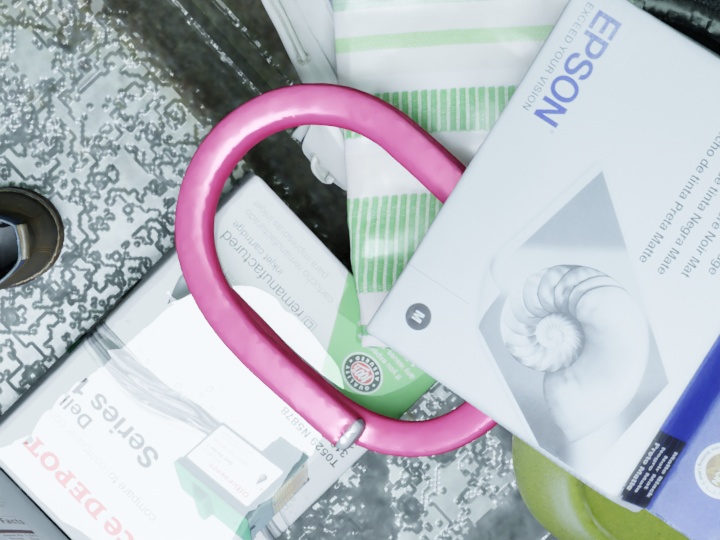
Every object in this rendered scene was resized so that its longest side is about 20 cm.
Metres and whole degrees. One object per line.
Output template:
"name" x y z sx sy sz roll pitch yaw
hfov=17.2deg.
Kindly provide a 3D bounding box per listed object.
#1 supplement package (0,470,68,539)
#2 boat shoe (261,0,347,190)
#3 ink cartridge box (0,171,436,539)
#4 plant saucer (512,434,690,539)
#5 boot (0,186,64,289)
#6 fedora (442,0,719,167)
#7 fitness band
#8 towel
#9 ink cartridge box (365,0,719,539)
"supplement package" -0.190 0.185 1.174 0.200 0.109 0.114 42 102 25
"boat shoe" -0.003 -0.076 1.242 0.065 0.072 0.201 -20 97 7
"ink cartridge box" -0.078 0.070 1.237 0.200 0.084 0.146 -45 95 -1
"plant saucer" 0.177 0.083 1.232 0.198 0.031 0.201 -8 126 -11
"boot" -0.251 -0.001 1.213 0.199 0.097 0.075 -17 94 -3
"fedora" 0.133 -0.064 1.240 0.199 0.092 0.202 0 94 -4
"fitness band" 0.000 0.000 1.159 0.200 0.037 0.144 43 98 6
"towel" 0.064 -0.064 1.174 0.151 0.023 0.202 -3 92 11
"ink cartridge box" 0.135 0.000 1.099 0.199 0.041 0.200 32 94 9
